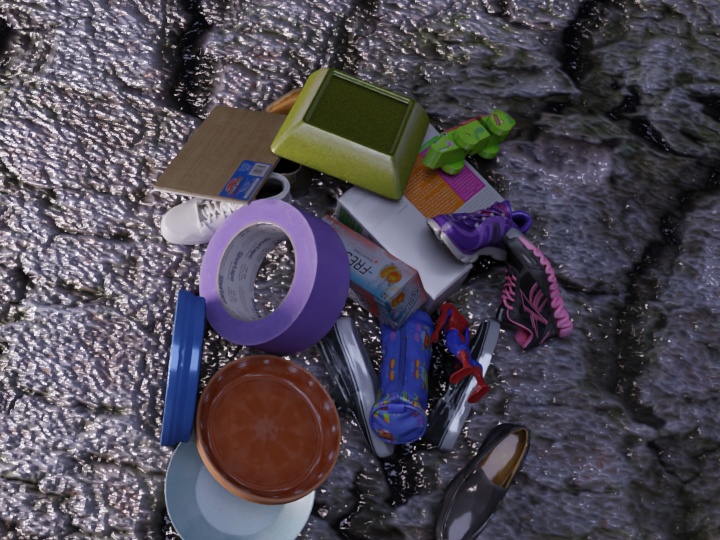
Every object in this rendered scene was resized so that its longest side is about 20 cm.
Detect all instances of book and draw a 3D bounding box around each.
[{"bbox_3d":[0.125,-0.116,1.383,0.133,0.048,0.200,-38,78,-20],"label":"book"}]

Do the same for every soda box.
[{"bbox_3d":[0.000,0.000,1.272,0.068,0.064,0.199,-42,48,-17],"label":"soda box"}]

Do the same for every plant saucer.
[{"bbox_3d":[-0.005,-0.214,1.314,0.198,0.048,0.201,21,48,1],"label":"plant saucer"},{"bbox_3d":[-0.159,0.289,1.214,0.199,0.039,0.203,1,70,-4],"label":"plant saucer"},{"bbox_3d":[-0.122,0.209,1.194,0.198,0.032,0.202,13,56,-20],"label":"plant saucer"}]

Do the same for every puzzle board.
[{"bbox_3d":[-0.183,-0.165,1.295,0.149,0.018,0.201,11,47,18],"label":"puzzle board"}]

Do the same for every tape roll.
[{"bbox_3d":[-0.119,0.010,1.241,0.198,0.085,0.202,-9,72,29],"label":"tape roll"}]

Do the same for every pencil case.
[{"bbox_3d":[0.057,0.133,1.229,0.077,0.087,0.201,-4,43,11],"label":"pencil case"}]

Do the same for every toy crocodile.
[{"bbox_3d":[0.167,-0.201,1.378,0.199,0.068,0.062,-26,66,-35],"label":"toy crocodile"}]

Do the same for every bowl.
[{"bbox_3d":[-0.230,0.127,1.181,0.039,0.201,0.203,7,69,-11],"label":"bowl"}]

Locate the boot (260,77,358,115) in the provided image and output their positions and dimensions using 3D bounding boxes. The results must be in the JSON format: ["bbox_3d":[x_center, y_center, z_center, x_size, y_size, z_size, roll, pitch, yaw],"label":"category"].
[{"bbox_3d":[-0.041,-0.213,1.382,0.200,0.071,0.145,-23,63,-21],"label":"boot"}]

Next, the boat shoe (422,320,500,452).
[{"bbox_3d":[0.139,0.154,1.275,0.056,0.069,0.201,24,72,5],"label":"boat shoe"}]

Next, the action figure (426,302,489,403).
[{"bbox_3d":[0.128,0.099,1.235,0.052,0.201,0.065,-39,113,18],"label":"action figure"}]

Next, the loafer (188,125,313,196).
[{"bbox_3d":[-0.164,-0.178,1.365,0.198,0.070,0.076,18,70,2],"label":"loafer"}]

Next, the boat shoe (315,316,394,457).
[{"bbox_3d":[-0.011,0.167,1.263,0.070,0.072,0.202,-23,74,11],"label":"boat shoe"}]

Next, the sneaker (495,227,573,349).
[{"bbox_3d":[0.229,0.034,1.280,0.095,0.201,0.079,-28,30,0],"label":"sneaker"}]

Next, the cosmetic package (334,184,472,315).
[{"bbox_3d":[0.058,-0.036,1.315,0.085,0.108,0.200,-39,76,-18],"label":"cosmetic package"}]

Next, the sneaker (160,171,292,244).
[{"bbox_3d":[-0.196,-0.098,1.310,0.198,0.116,0.074,-13,74,-8],"label":"sneaker"}]

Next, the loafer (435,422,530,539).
[{"bbox_3d":[0.165,0.288,1.225,0.072,0.072,0.201,30,71,5],"label":"loafer"}]

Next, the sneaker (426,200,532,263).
[{"bbox_3d":[0.168,-0.066,1.268,0.199,0.084,0.081,-4,48,-49],"label":"sneaker"}]
